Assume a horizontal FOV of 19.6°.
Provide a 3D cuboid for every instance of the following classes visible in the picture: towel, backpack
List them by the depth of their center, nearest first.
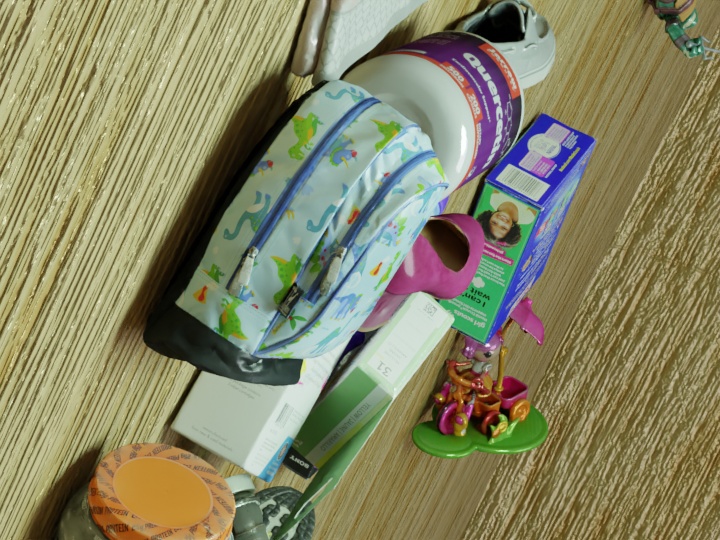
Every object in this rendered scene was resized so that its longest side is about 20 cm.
[{"bbox_3d":[-0.034,-0.023,1.345,0.163,0.153,0.201,13,96,-74],"label":"backpack"},{"bbox_3d":[0.030,-0.232,1.373,0.200,0.032,0.192,-46,160,-55],"label":"towel"}]

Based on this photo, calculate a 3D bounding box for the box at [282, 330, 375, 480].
[{"bbox_3d":[0.000,0.090,1.976,0.201,0.036,0.143,-67,167,18],"label":"box"}]

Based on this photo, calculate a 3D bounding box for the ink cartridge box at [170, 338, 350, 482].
[{"bbox_3d":[-0.056,0.052,1.565,0.201,0.068,0.115,-61,169,-6],"label":"ink cartridge box"}]

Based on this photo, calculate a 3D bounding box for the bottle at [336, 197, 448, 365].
[{"bbox_3d":[0.000,0.000,1.690,0.201,0.065,0.084,-59,173,-14],"label":"bottle"}]

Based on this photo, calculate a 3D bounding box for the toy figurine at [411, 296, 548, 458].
[{"bbox_3d":[0.155,0.117,2.575,0.199,0.150,0.185,-16,125,-39],"label":"toy figurine"}]

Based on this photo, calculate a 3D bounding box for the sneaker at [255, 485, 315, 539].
[{"bbox_3d":[-0.116,0.278,1.867,0.200,0.077,0.089,-51,178,-22],"label":"sneaker"}]

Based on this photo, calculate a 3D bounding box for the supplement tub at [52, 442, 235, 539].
[{"bbox_3d":[-0.156,0.221,1.394,0.123,0.122,0.201,-43,159,-56],"label":"supplement tub"}]

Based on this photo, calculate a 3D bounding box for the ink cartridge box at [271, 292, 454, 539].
[{"bbox_3d":[-0.016,0.118,1.640,0.200,0.048,0.146,-49,-179,-39],"label":"ink cartridge box"}]

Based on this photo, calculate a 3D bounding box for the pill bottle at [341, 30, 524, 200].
[{"bbox_3d":[0.055,-0.116,1.544,0.113,0.112,0.200,-66,168,22],"label":"pill bottle"}]

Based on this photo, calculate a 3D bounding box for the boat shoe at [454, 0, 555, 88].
[{"bbox_3d":[0.120,-0.198,1.770,0.200,0.072,0.069,-27,145,-55],"label":"boat shoe"}]

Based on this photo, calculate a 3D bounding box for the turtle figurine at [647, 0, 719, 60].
[{"bbox_3d":[0.405,-0.336,2.574,0.200,0.100,0.151,46,57,-62],"label":"turtle figurine"}]

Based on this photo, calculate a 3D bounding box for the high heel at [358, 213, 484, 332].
[{"bbox_3d":[0.058,-0.023,1.546,0.096,0.067,0.200,-59,170,32],"label":"high heel"}]

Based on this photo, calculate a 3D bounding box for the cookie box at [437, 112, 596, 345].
[{"bbox_3d":[0.168,-0.045,2.285,0.171,0.075,0.201,-48,162,-50],"label":"cookie box"}]

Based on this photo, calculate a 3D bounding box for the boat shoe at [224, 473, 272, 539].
[{"bbox_3d":[-0.116,0.225,1.629,0.072,0.061,0.202,-18,159,-24],"label":"boat shoe"}]
